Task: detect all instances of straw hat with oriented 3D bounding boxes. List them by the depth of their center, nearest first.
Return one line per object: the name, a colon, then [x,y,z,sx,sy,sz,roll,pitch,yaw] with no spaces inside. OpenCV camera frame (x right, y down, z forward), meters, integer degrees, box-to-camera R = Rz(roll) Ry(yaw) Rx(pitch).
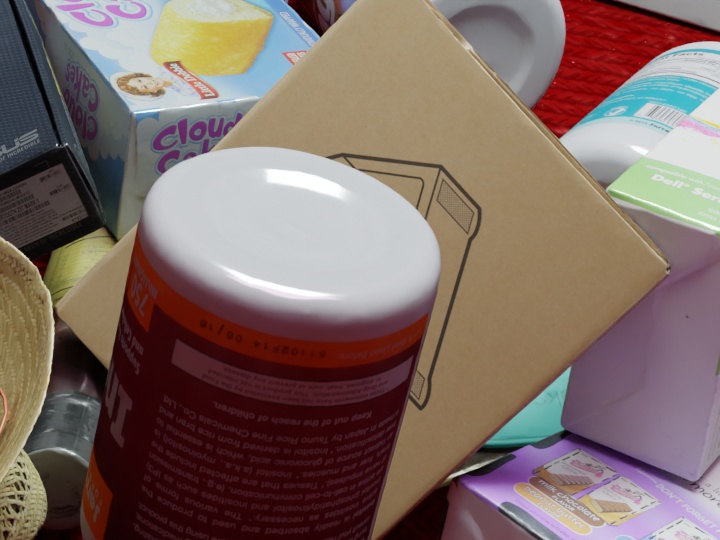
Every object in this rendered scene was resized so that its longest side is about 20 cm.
straw hat: [-0.169,0.084,1.132,0.085,0.201,0.201,45,11,-36]

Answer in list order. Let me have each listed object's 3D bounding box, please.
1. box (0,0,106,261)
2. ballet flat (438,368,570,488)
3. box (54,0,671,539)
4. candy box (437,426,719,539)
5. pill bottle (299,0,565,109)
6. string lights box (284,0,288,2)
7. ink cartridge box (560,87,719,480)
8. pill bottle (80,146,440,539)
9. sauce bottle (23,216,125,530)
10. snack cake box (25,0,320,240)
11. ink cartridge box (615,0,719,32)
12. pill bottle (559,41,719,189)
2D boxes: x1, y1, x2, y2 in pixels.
box: [-0.219,-0.036,1.257,0.200,0.051,0.158,-24,37,0]
ballet flat: [0.024,0.072,1.271,0.199,0.063,0.069,1,65,-23]
box: [-0.002,0.006,1.181,0.164,0.200,0.021,47,13,4]
candy box: [0.156,0.125,1.222,0.168,0.072,0.200,34,36,32]
pill bottle: [0.024,-0.162,1.604,0.112,0.112,0.200,-1,33,-25]
string lights box: [-0.101,-0.097,1.493,0.102,0.059,0.200,14,30,0]
ink cartridge box: [0.162,-0.009,1.263,0.067,0.117,0.200,20,30,20]
pill bottle: [-0.044,0.064,1.110,0.113,0.200,0.113,10,30,-6]
sauce bottle: [-0.114,0.039,1.261,0.066,0.066,0.200,13,33,-3]
snack cake box: [-0.093,-0.095,1.362,0.115,0.067,0.200,-7,33,-26]
ink cartridge box: [0.199,-0.260,1.806,0.145,0.145,0.200,17,30,3]
pill bottle: [0.162,-0.047,1.472,0.111,0.111,0.200,25,32,18]
